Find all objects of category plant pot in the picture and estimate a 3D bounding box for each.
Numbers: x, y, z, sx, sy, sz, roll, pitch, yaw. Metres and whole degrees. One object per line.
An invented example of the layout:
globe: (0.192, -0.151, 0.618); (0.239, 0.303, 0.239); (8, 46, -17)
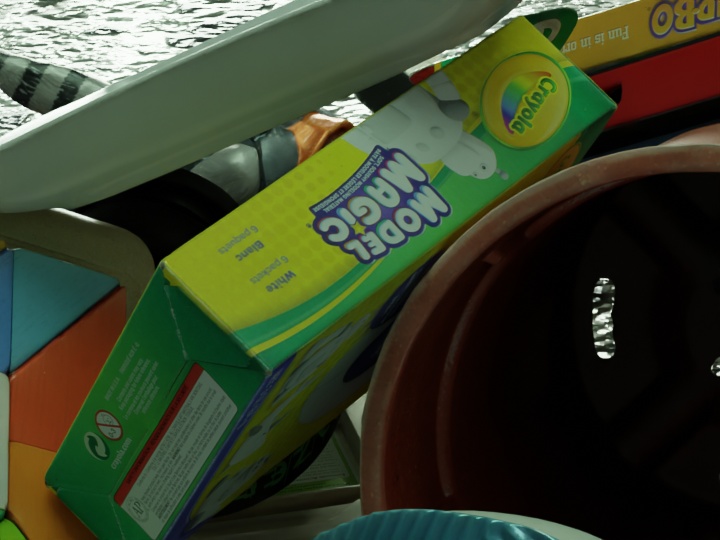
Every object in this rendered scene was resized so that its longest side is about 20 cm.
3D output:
plant pot: (0.120, 0.041, 0.730); (0.199, 0.203, 0.195); (4, 15, 14)

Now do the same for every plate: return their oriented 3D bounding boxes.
plate: (-0.024, -0.070, 0.762); (0.199, 0.033, 0.200); (-21, 8, 16)

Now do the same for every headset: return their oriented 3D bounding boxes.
headset: (-0.096, 0.020, 0.826); (0.199, 0.094, 0.123); (35, 54, 23)

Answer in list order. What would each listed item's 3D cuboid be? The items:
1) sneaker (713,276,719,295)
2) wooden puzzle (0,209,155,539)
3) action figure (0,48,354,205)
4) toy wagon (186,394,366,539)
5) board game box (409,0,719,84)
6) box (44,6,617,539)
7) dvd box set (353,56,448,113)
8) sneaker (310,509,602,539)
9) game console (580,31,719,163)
sneaker: (0.236, 0.004, 0.965); (0.198, 0.067, 0.090); (-11, -3, 14)
wooden puzzle: (-0.129, 0.047, 0.677); (0.184, 0.202, 0.037); (18, -38, -38)
action figure: (-0.079, -0.032, 0.941); (0.192, 0.106, 0.200); (5, 22, 20)
toy wagon: (-0.046, 0.083, 0.822); (0.154, 0.040, 0.200); (-7, 23, -11)
board game box: (0.119, -0.077, 0.884); (0.199, 0.030, 0.095); (-10, -17, 43)
box: (0.000, 0.000, 0.704); (0.048, 0.118, 0.200); (43, 48, 9)
dvd box set: (0.112, -0.054, 1.064); (0.198, 0.030, 0.146); (8, 19, -28)
sneaker: (0.009, 0.109, 0.613); (0.080, 0.077, 0.199); (3, -19, -45)
game console: (0.154, -0.047, 0.881); (0.199, 0.031, 0.176); (-14, -21, 42)
